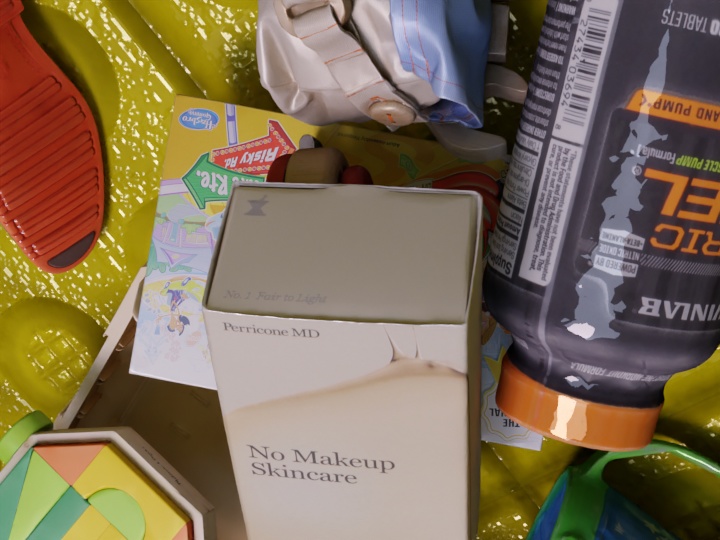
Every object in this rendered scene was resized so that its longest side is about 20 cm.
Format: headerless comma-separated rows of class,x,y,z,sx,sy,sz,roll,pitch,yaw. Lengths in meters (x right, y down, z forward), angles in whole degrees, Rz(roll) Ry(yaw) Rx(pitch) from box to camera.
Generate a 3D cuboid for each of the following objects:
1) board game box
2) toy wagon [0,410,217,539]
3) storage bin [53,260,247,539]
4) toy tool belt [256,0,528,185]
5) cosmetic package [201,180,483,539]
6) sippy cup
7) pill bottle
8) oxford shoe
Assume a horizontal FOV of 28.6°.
board game box,0.000,0.000,0.675,0.199,0.034,0.135,10,95,2
toy wagon,-0.161,0.178,0.732,0.155,0.040,0.200,42,97,9
storage bin,-0.077,0.116,0.793,0.198,0.094,0.200,34,125,-1
toy tool belt,0.022,-0.105,0.594,0.122,0.125,0.201,-2,83,14
cosmetic package,0.000,0.060,0.600,0.103,0.073,0.201,3,138,8
sippy cup,0.139,0.187,0.723,0.130,0.140,0.178,23,125,5
pill bottle,0.112,-0.028,0.594,0.106,0.106,0.201,15,103,13
oxford shoe,-0.196,-0.091,0.750,0.072,0.071,0.201,15,131,47
